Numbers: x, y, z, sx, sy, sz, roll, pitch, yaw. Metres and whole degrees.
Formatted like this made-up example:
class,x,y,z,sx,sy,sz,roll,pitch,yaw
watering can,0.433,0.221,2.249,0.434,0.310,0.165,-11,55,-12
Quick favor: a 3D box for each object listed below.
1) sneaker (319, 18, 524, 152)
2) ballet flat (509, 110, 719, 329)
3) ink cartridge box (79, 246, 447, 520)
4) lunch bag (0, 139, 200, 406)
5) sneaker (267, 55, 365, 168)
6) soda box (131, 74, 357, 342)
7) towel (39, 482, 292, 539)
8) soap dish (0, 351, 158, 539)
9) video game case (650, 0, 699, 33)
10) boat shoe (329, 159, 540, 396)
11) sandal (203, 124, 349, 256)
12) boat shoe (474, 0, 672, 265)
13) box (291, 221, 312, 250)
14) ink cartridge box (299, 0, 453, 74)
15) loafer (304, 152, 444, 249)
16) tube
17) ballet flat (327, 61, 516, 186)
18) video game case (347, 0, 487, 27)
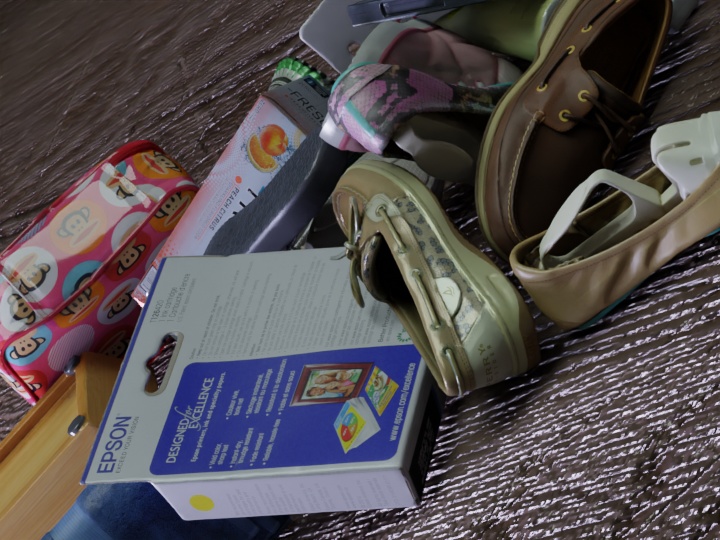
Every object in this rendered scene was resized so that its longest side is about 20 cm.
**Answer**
class,x,y,z,sx,sy,sz,roll,pitch,yaw
sneaker,0.050,-0.104,1.634,0.076,0.104,0.200,-65,-11,20
ballet flat,0.160,-0.039,1.383,0.200,0.063,0.069,-40,23,27
ink cartridge box,-0.044,0.063,1.539,0.199,0.047,0.198,-6,41,21
lunch bag,-0.183,0.017,1.908,0.200,0.176,0.082,-43,59,-9
sneaker,-0.036,-0.098,1.893,0.085,0.078,0.200,-51,20,0
soda box,-0.077,-0.037,1.802,0.068,0.064,0.200,-29,-21,-55
towel,-0.145,0.189,1.566,0.200,0.112,0.049,-49,19,2
soap dish,-0.218,0.159,1.826,0.200,0.081,0.157,-47,20,12
video game case,0.191,-0.211,1.690,0.143,0.017,0.200,-54,20,-10
boat shoe,0.028,0.001,1.489,0.062,0.074,0.200,-27,38,-15
sandal,-0.058,-0.015,1.681,0.200,0.043,0.076,-44,25,46
boat shoe,0.128,-0.093,1.534,0.067,0.072,0.201,-15,42,52
box,-0.061,0.044,1.735,0.200,0.050,0.075,-53,20,-5
ink cartridge box,0.046,-0.213,1.860,0.200,0.116,0.068,-52,19,-5
loafer,0.000,0.000,1.668,0.072,0.063,0.200,11,54,29
tube,0.102,-0.164,1.703,0.200,0.058,0.052,-153,80,-70
ballet flat,0.064,-0.078,1.561,0.069,0.199,0.071,-47,57,29
video game case,0.094,-0.195,1.708,0.142,0.019,0.200,-21,8,-23
